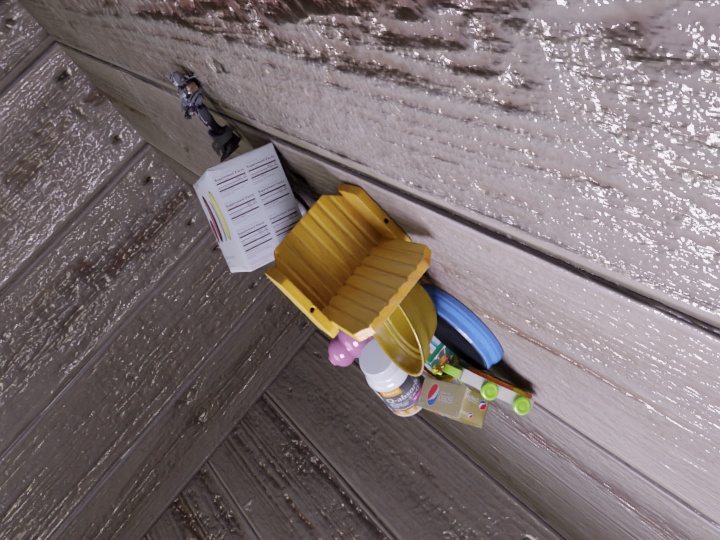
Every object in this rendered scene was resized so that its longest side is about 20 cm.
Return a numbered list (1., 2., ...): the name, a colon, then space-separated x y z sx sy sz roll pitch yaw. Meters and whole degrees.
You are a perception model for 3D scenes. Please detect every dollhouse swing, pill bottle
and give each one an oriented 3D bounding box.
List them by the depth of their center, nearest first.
1. dollhouse swing: -0.021 -0.019 0.873 0.182 0.201 0.176 43 170 -8
2. pill bottle: 0.078 0.251 1.354 0.115 0.117 0.201 31 164 44

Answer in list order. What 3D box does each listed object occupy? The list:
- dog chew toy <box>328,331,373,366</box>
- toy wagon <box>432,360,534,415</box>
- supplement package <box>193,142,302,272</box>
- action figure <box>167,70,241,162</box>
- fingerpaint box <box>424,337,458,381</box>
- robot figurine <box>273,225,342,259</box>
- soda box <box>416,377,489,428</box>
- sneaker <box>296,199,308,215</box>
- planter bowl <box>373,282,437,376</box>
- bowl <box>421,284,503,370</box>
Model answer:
1. dog chew toy: -0.004 0.166 1.485 0.125 0.200 0.125 45 172 8
2. toy wagon: 0.230 0.212 1.086 0.195 0.041 0.155 26 178 -8
3. supplement package: -0.224 -0.119 1.166 0.190 0.144 0.205 -4 111 66
4. action figure: -0.331 -0.329 1.195 0.202 0.069 0.130 52 175 -22
5. fingerpaint box: 0.132 0.171 1.363 0.198 0.074 0.168 36 168 34
6. robot figurine: -0.076 -0.034 1.048 0.116 0.144 0.201 41 126 1
7. soda box: 0.196 0.281 1.232 0.063 0.070 0.199 24 168 -15
8. sneaker: -0.115 -0.098 1.314 0.201 0.076 0.082 52 -173 -16
9. planter bowl: 0.077 0.076 1.009 0.201 0.082 0.203 49 157 29
10. bowl: 0.176 0.110 1.073 0.200 0.039 0.201 42 169 10
